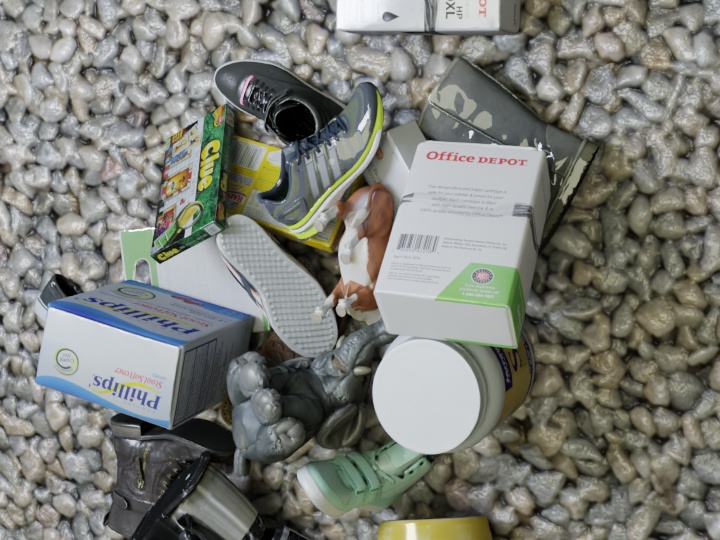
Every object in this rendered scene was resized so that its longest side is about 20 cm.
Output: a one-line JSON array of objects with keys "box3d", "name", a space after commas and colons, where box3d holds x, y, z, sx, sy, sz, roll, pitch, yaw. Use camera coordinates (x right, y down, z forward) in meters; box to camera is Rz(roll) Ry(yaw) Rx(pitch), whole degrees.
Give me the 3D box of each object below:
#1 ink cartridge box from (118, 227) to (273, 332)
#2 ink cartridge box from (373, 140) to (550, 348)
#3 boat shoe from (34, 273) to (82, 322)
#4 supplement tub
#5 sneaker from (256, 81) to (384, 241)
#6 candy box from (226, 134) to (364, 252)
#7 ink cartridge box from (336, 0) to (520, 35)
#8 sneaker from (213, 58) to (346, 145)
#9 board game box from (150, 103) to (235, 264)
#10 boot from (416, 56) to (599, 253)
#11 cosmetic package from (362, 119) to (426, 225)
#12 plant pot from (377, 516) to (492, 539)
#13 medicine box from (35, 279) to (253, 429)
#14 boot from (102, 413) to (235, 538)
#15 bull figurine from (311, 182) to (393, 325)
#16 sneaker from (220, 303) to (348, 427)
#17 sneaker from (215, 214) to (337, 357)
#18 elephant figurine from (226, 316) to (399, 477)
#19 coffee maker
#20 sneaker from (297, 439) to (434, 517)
[{"box3d": [-0.202, 0.009, 1.637, 0.198, 0.048, 0.147, -4, 95, 22], "name": "ink cartridge box"}, {"box3d": [0.112, -0.030, 1.357, 0.144, 0.084, 0.202, 6, 57, 19], "name": "ink cartridge box"}, {"box3d": [-0.347, 0.076, 1.696, 0.199, 0.068, 0.057, 33, 107, 18], "name": "boat shoe"}, {"box3d": [0.105, 0.121, 1.444, 0.144, 0.200, 0.147, 3, 98, 21], "name": "supplement tub"}, {"box3d": [-0.043, -0.129, 1.468, 0.201, 0.080, 0.074, -57, 31, 14], "name": "sneaker"}, {"box3d": [-0.103, -0.097, 1.573, 0.198, 0.026, 0.103, 18, 75, 19], "name": "candy box"}, {"box3d": [0.078, -0.342, 1.460, 0.198, 0.084, 0.147, 4, 99, 21], "name": "ink cartridge box"}, {"box3d": [-0.106, -0.203, 1.544, 0.199, 0.099, 0.071, 26, 106, 18], "name": "sneaker"}, {"box3d": [-0.201, -0.108, 1.564, 0.104, 0.023, 0.202, -24, 44, 25], "name": "board game box"}, {"box3d": [0.149, -0.121, 1.466, 0.199, 0.073, 0.183, 29, 93, 10], "name": "boot"}, {"box3d": [0.075, -0.065, 1.496, 0.082, 0.050, 0.201, -36, 81, 52], "name": "cosmetic package"}, {"box3d": [0.088, 0.384, 1.497, 0.199, 0.200, 0.191, -7, 79, 23], "name": "plant pot"}, {"box3d": [-0.252, 0.094, 1.534, 0.180, 0.200, 0.104, 15, 102, 16], "name": "medicine box"}, {"box3d": [-0.251, 0.282, 1.691, 0.198, 0.069, 0.176, 8, 105, 25], "name": "boot"}, {"box3d": [0.000, 0.000, 1.497, 0.065, 0.121, 0.202, 13, 117, 32], "name": "bull figurine"}, {"box3d": [-0.087, 0.126, 1.595, 0.067, 0.090, 0.200, 38, 79, 26], "name": "sneaker"}, {"box3d": [-0.099, 0.015, 1.547, 0.078, 0.079, 0.201, -36, 97, -5], "name": "sneaker"}, {"box3d": [-0.045, 0.143, 1.482, 0.155, 0.198, 0.143, -10, 96, 58], "name": "elephant figurine"}, {"box3d": [-0.175, 0.354, 1.612, 0.200, 0.135, 0.192, 42, 134, -7], "name": "coffee maker"}, {"box3d": [0.011, 0.225, 1.502, 0.118, 0.200, 0.074, -43, 65, 16], "name": "sneaker"}]
